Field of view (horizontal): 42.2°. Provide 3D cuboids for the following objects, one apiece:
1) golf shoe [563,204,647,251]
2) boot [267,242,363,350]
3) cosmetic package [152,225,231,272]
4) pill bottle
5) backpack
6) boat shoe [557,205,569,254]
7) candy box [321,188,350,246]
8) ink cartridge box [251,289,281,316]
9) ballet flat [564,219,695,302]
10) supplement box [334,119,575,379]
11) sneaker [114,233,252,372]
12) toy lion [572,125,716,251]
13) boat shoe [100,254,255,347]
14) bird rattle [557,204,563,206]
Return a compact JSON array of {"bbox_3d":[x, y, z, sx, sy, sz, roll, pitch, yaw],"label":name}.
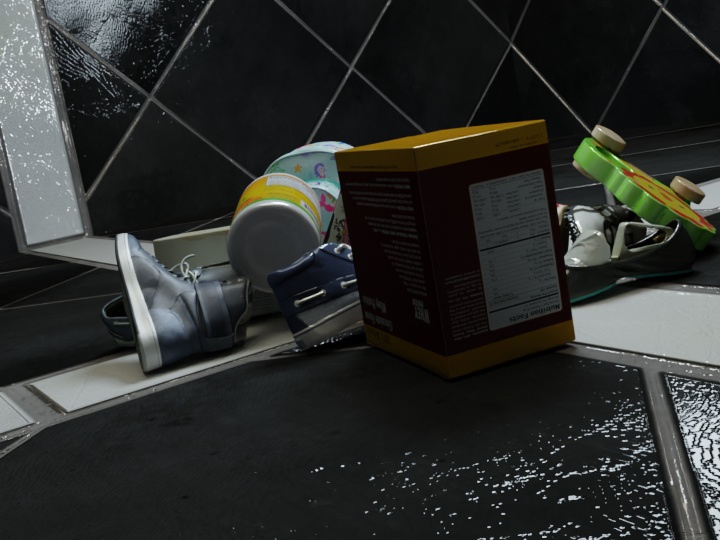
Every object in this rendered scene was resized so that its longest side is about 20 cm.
[{"bbox_3d":[0.310,-0.052,1.173,0.093,0.079,0.200,-6,12,22],"label":"golf shoe"},{"bbox_3d":[0.001,0.000,1.009,0.199,0.091,0.073,-28,1,-21],"label":"boot"},{"bbox_3d":[-0.196,-0.026,1.345,0.198,0.074,0.103,-5,8,39],"label":"cosmetic package"},{"bbox_3d":[-0.103,-0.058,1.167,0.110,0.112,0.200,-10,20,2],"label":"pill bottle"},{"bbox_3d":[-0.061,-0.087,1.394,0.175,0.203,0.150,-6,10,20],"label":"backpack"},{"bbox_3d":[0.230,-0.040,1.203,0.064,0.073,0.200,2,19,22],"label":"boat shoe"},{"bbox_3d":[0.036,-0.076,1.176,0.061,0.138,0.199,26,18,23],"label":"candy box"},{"bbox_3d":[-0.185,0.037,1.281,0.197,0.044,0.174,-9,5,8],"label":"ink cartridge box"},{"bbox_3d":[0.274,-0.015,1.019,0.198,0.069,0.068,-14,10,-18],"label":"ballet flat"},{"bbox_3d":[0.083,-0.027,0.886,0.131,0.203,0.197,-13,10,-20],"label":"supplement box"},{"bbox_3d":[-0.206,0.022,1.093,0.145,0.077,0.203,-15,49,-17],"label":"sneaker"},{"bbox_3d":[0.355,-0.099,1.174,0.199,0.069,0.191,36,22,11],"label":"toy lion"},{"bbox_3d":[-0.226,0.031,1.164,0.198,0.075,0.062,-18,-35,0],"label":"boat shoe"},{"bbox_3d":[0.233,-0.085,1.499,0.197,0.114,0.163,0,24,1],"label":"bird rattle"}]
